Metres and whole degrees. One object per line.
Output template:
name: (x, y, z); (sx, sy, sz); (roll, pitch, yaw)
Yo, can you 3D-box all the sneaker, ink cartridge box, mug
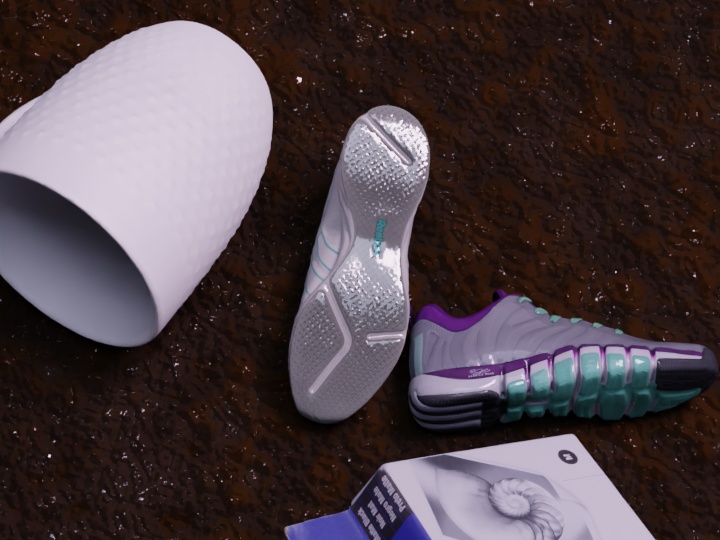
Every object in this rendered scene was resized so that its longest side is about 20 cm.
sneaker: (0.000, 0.000, 1.079); (0.070, 0.080, 0.203); (15, 83, -6)
ink cartridge box: (0.087, 0.180, 0.925); (0.198, 0.041, 0.200); (-7, 43, -31)
sneaker: (0.125, 0.045, 1.066); (0.197, 0.075, 0.088); (-4, 60, -7)
mug: (-0.158, -0.070, 1.064); (0.198, 0.149, 0.176); (12, 51, 34)
